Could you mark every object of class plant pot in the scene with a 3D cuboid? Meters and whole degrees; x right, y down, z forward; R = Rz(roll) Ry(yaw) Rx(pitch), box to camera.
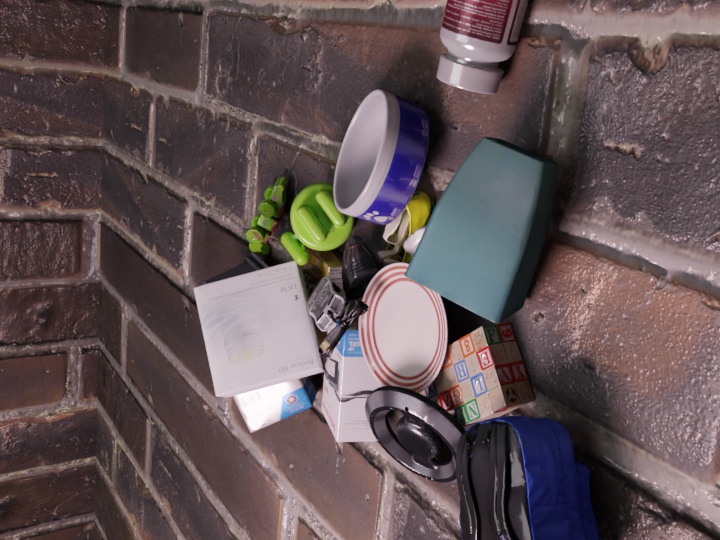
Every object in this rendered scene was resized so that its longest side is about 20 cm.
[{"bbox_3d":[0.174,-0.063,1.044,0.139,0.141,0.204,26,106,20],"label":"plant pot"}]

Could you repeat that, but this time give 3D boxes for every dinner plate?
[{"bbox_3d":[0.068,0.091,1.235,0.198,0.024,0.206,0,89,48],"label":"dinner plate"}]

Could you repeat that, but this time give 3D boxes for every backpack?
[{"bbox_3d":[0.210,0.291,1.022,0.162,0.165,0.205,-28,66,51],"label":"backpack"}]

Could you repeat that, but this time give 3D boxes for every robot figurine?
[{"bbox_3d":[-0.067,-0.096,1.426,0.116,0.175,0.200,50,179,-3],"label":"robot figurine"}]

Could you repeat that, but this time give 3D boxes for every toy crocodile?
[{"bbox_3d":[-0.197,-0.115,1.718,0.068,0.061,0.202,-78,15,-55],"label":"toy crocodile"}]

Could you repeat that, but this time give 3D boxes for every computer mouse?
[{"bbox_3d":[-0.043,0.067,1.328,0.111,0.043,0.200,-57,20,9],"label":"computer mouse"}]

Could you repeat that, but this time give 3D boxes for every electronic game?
[{"bbox_3d":[0.091,0.254,1.224,0.197,0.042,0.203,25,142,21],"label":"electronic game"}]

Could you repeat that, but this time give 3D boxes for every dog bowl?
[{"bbox_3d":[0.030,-0.180,1.278,0.201,0.077,0.204,-50,32,47],"label":"dog bowl"}]

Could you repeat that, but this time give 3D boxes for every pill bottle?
[{"bbox_3d":[0.169,-0.352,1.077,0.109,0.107,0.204,41,126,47],"label":"pill bottle"}]

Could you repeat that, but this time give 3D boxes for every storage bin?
[{"bbox_3d":[-0.246,0.074,1.721,0.199,0.132,0.149,38,142,50],"label":"storage bin"}]

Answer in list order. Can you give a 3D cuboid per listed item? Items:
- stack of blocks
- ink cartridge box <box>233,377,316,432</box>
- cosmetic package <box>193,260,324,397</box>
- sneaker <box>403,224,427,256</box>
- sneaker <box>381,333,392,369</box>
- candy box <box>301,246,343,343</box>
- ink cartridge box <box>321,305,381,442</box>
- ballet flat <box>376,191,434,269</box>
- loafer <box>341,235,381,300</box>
[{"bbox_3d":[0.160,0.170,1.186,0.200,0.057,0.118,-39,61,52],"label":"stack of blocks"},{"bbox_3d":[-0.194,0.197,1.596,0.084,0.143,0.204,-62,-52,-76],"label":"ink cartridge box"},{"bbox_3d":[-0.183,0.111,1.467,0.123,0.195,0.205,81,175,-82],"label":"cosmetic package"},{"bbox_3d":[0.143,-0.057,1.198,0.088,0.073,0.200,58,145,15],"label":"sneaker"},{"bbox_3d":[0.078,0.189,1.300,0.074,0.078,0.205,-29,70,52],"label":"sneaker"},{"bbox_3d":[-0.088,0.050,1.565,0.115,0.054,0.204,44,129,44],"label":"candy box"},{"bbox_3d":[-0.012,0.179,1.400,0.145,0.082,0.205,-135,48,-71],"label":"ink cartridge box"},{"bbox_3d":[0.062,-0.040,1.312,0.067,0.066,0.203,48,132,43],"label":"ballet flat"},{"bbox_3d":[0.000,0.000,1.367,0.200,0.071,0.074,109,146,-72],"label":"loafer"}]
